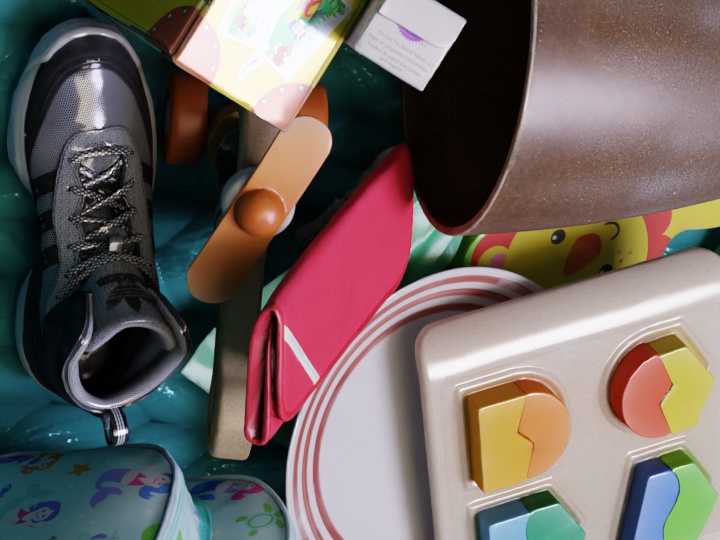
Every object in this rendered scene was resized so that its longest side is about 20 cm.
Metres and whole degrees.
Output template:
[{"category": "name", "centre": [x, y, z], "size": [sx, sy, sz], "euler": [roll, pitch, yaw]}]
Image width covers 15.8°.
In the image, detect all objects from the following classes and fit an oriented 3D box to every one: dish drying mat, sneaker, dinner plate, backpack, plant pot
[{"category": "dish drying mat", "centre": [-0.011, 0.009, 1.261], "size": [0.200, 0.018, 0.077], "euler": [-49, 146, -59]}, {"category": "sneaker", "centre": [-0.122, -0.015, 1.258], "size": [0.075, 0.114, 0.200], "euler": [-6, 115, -22]}, {"category": "dinner plate", "centre": [0.040, 0.092, 1.401], "size": [0.200, 0.024, 0.201], "euler": [-13, 113, -32]}, {"category": "backpack", "centre": [-0.118, 0.176, 1.275], "size": [0.178, 0.200, 0.151], "euler": [-68, 150, -48]}, {"category": "plant pot", "centre": [0.145, -0.103, 1.316], "size": [0.200, 0.187, 0.187], "euler": [4, 109, -18]}]

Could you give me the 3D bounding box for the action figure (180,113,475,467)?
[{"category": "action figure", "centre": [0.000, 0.000, 1.385], "size": [0.118, 0.055, 0.200], "euler": [39, 87, -36]}]

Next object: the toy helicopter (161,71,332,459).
[{"category": "toy helicopter", "centre": [-0.054, -0.008, 1.261], "size": [0.079, 0.132, 0.200], "euler": [4, 89, -12]}]

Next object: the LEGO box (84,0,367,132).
[{"category": "LEGO box", "centre": [-0.042, -0.187, 1.214], "size": [0.077, 0.149, 0.200], "euler": [30, 93, -38]}]

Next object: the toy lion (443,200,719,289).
[{"category": "toy lion", "centre": [0.146, -0.019, 1.471], "size": [0.200, 0.069, 0.192], "euler": [26, 103, -38]}]

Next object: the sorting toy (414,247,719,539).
[{"category": "sorting toy", "centre": [0.126, 0.103, 1.408], "size": [0.185, 0.036, 0.200], "euler": [-16, 115, -17]}]

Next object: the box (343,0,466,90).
[{"category": "box", "centre": [0.012, -0.120, 1.251], "size": [0.041, 0.200, 0.039], "euler": [32, 95, -9]}]
